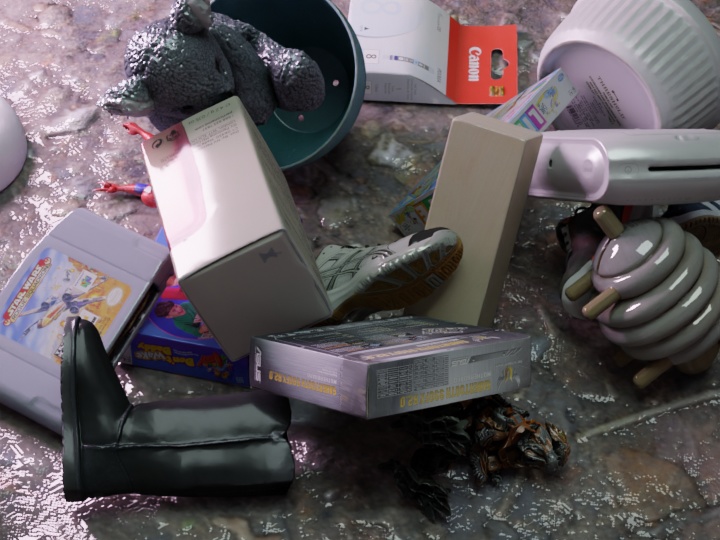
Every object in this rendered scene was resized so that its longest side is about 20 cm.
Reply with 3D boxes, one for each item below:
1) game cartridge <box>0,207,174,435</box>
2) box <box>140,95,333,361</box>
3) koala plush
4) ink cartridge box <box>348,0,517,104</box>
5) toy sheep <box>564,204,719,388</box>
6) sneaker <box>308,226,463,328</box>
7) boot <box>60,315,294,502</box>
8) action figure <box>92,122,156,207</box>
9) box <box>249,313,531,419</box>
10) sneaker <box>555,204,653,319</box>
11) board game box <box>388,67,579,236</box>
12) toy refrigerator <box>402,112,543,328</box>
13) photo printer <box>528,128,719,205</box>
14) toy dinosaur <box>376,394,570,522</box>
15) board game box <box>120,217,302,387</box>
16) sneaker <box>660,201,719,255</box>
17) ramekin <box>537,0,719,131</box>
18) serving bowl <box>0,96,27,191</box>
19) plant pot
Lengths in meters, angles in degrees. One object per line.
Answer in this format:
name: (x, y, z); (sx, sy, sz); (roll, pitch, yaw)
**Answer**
game cartridge: (-0.272, 0.042, 1.593); (0.133, 0.042, 0.201); (25, 72, 18)
box: (-0.117, -0.040, 1.589); (0.109, 0.128, 0.200); (-25, 45, 4)
koala plush: (-0.169, -0.190, 1.675); (0.184, 0.200, 0.178); (42, 98, 18)
ink cartridge box: (0.082, -0.257, 1.972); (0.199, 0.047, 0.161); (2, 43, 3)
toy sheep: (0.271, 0.020, 1.593); (0.137, 0.200, 0.138); (-29, 29, 18)
sneaker: (0.000, 0.000, 1.610); (0.199, 0.076, 0.088); (-29, 52, 15)
boot: (-0.160, 0.118, 1.508); (0.199, 0.066, 0.166); (-3, 80, -4)
action figure: (-0.219, -0.138, 1.822); (0.098, 0.065, 0.201); (11, 42, 0)
box: (0.027, 0.081, 1.505); (0.199, 0.049, 0.158); (-7, 12, -42)
sneaker: (0.227, -0.017, 1.713); (0.081, 0.077, 0.200); (13, 33, 24)
board game box: (0.128, -0.121, 1.773); (0.034, 0.134, 0.200); (50, 51, -8)
toy refrigerator: (0.108, -0.042, 1.631); (0.076, 0.201, 0.070); (18, 16, 18)
photo printer: (0.261, -0.099, 1.632); (0.165, 0.070, 0.200); (-3, 6, -21)
toy dinosaur: (0.082, 0.145, 1.532); (0.199, 0.103, 0.136); (0, 24, 27)
board game box: (-0.146, 0.016, 1.672); (0.134, 0.045, 0.200); (10, 44, 9)
sneaker: (0.340, -0.070, 1.764); (0.199, 0.070, 0.109); (-18, 51, -30)
ramekin: (0.280, -0.198, 1.810); (0.200, 0.201, 0.105); (30, 54, 27)
serving bowl: (-0.457, -0.147, 1.821); (0.199, 0.066, 0.201); (2, 43, -2)
plant pot: (-0.076, -0.200, 1.824); (0.199, 0.201, 0.135); (20, 5, 18)
